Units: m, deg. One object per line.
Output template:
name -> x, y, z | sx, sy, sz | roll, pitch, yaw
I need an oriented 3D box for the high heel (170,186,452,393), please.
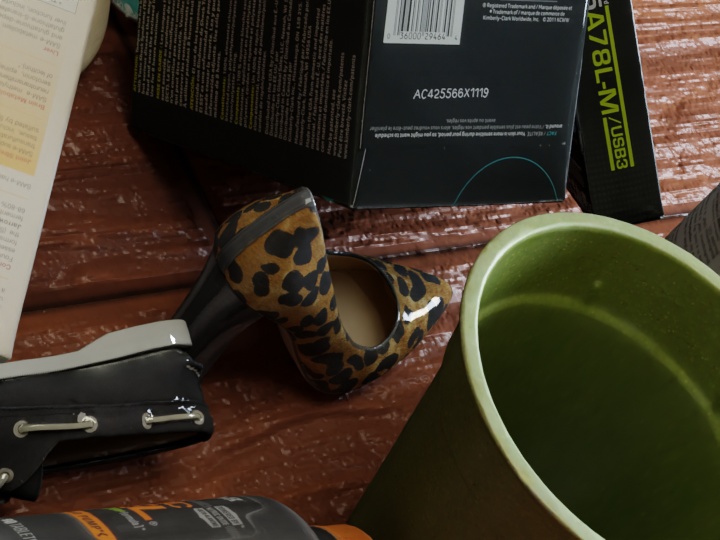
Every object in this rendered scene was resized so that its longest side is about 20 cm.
high heel -> 0.000, 0.000, 1.040 | 0.200, 0.143, 0.072 | -11, 62, -41

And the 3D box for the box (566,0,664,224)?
box -> 0.121, -0.140, 1.172 | 0.047, 0.194, 0.200 | -10, 16, -1

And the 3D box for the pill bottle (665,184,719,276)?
pill bottle -> 0.203, 0.025, 1.110 | 0.113, 0.200, 0.114 | 19, 46, -21

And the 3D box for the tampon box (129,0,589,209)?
tampon box -> -0.003, -0.116, 1.078 | 0.150, 0.127, 0.200 | -4, 17, -39

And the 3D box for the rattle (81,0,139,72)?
rattle -> -0.192, -0.161, 1.124 | 0.131, 0.142, 0.200 | 70, 24, -9

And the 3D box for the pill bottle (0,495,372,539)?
pill bottle -> -0.082, 0.152, 0.882 | 0.199, 0.106, 0.106 | -1, 56, -37

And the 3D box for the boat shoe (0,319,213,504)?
boat shoe -> -0.155, 0.075, 0.923 | 0.200, 0.074, 0.061 | -15, 79, -39

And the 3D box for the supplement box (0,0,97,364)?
supplement box -> -0.205, -0.063, 0.947 | 0.126, 0.073, 0.201 | 19, 70, -22

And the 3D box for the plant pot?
plant pot -> 0.087, 0.109, 0.976 | 0.200, 0.190, 0.201 | 19, 46, -21
